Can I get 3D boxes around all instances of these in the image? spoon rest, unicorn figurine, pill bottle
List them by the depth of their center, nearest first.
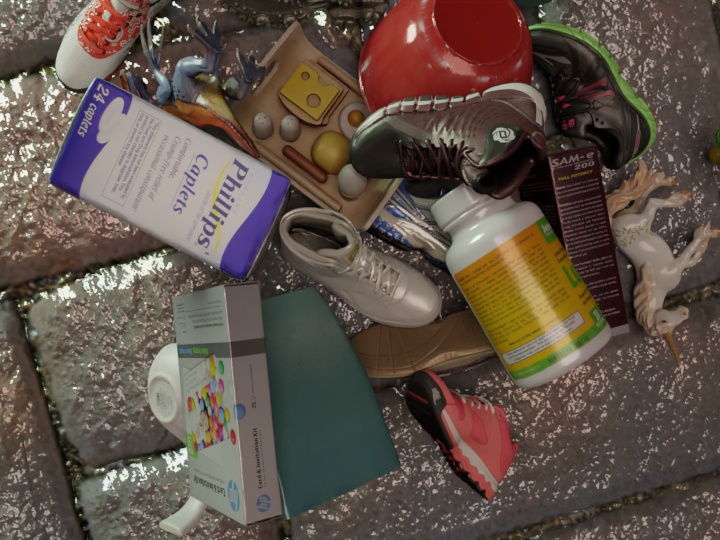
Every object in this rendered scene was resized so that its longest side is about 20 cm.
[{"bbox_3d":[0.154,0.003,0.711,0.109,0.111,0.203,-30,87,-3],"label":"pill bottle"},{"bbox_3d":[-0.195,0.182,0.785,0.097,0.060,0.206,5,98,36],"label":"spoon rest"},{"bbox_3d":[0.352,-0.017,0.832,0.137,0.074,0.201,-40,82,8],"label":"unicorn figurine"}]

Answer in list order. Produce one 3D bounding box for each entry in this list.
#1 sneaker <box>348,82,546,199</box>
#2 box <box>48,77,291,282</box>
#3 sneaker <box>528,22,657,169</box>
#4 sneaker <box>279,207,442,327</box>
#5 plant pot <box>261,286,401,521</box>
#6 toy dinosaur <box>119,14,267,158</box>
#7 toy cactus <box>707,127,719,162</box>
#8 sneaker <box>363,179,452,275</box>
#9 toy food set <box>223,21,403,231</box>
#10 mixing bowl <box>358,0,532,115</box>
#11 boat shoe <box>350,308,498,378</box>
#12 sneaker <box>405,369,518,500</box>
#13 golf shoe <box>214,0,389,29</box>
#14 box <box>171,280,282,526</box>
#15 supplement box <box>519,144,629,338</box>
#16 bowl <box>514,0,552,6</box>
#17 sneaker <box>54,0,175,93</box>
[{"bbox_3d":[0.079,-0.107,0.656,0.195,0.117,0.077,-14,131,15],"label":"sneaker"},{"bbox_3d":[-0.175,-0.082,0.712,0.196,0.184,0.107,26,90,-6],"label":"box"},{"bbox_3d":[0.251,-0.197,0.802,0.200,0.077,0.084,44,85,-5],"label":"sneaker"},{"bbox_3d":[0.000,0.000,0.748,0.196,0.116,0.075,24,81,2],"label":"sneaker"},{"bbox_3d":[-0.074,0.132,0.745,0.138,0.141,0.205,-13,83,-32],"label":"plant pot"},{"bbox_3d":[-0.185,-0.178,0.713,0.103,0.180,0.205,18,58,-38],"label":"toy dinosaur"},{"bbox_3d":[0.491,-0.098,0.796,0.102,0.164,0.202,-41,102,-22],"label":"toy cactus"},{"bbox_3d":[0.099,-0.047,0.798,0.196,0.077,0.087,27,87,-7],"label":"sneaker"},{"bbox_3d":[-0.033,-0.156,0.762,0.198,0.060,0.145,36,78,1],"label":"toy food set"},{"bbox_3d":[0.102,-0.225,0.735,0.194,0.109,0.206,4,70,-12],"label":"mixing bowl"},{"bbox_3d":[0.080,0.093,0.807,0.195,0.065,0.073,-14,51,7],"label":"boat shoe"},{"bbox_3d":[0.119,0.167,0.802,0.087,0.073,0.202,-43,123,-15],"label":"sneaker"},{"bbox_3d":[-0.065,-0.324,0.776,0.194,0.078,0.100,-1,75,-10],"label":"golf shoe"},{"bbox_3d":[-0.131,0.120,0.674,0.040,0.155,0.206,-6,88,-32],"label":"box"},{"bbox_3d":[0.234,-0.030,0.794,0.059,0.109,0.206,-13,96,-5],"label":"supplement box"},{"bbox_3d":[0.180,-0.366,0.753,0.195,0.105,0.207,5,72,-17],"label":"bowl"},{"bbox_3d":[-0.253,-0.274,0.730,0.201,0.108,0.067,-44,97,-1],"label":"sneaker"}]
